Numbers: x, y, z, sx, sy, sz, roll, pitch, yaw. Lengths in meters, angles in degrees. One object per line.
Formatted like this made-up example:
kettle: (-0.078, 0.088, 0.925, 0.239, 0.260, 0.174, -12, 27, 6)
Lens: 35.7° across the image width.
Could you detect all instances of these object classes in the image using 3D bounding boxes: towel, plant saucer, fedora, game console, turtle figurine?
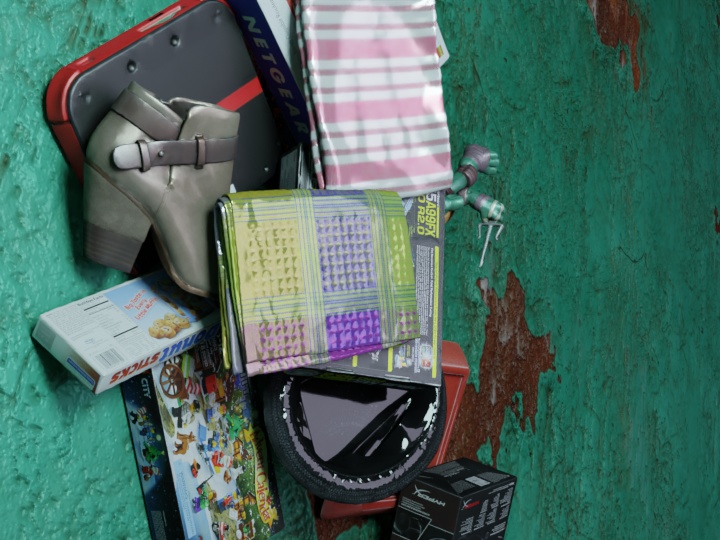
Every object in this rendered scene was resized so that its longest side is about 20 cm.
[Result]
towel: (0.016, -0.162, 0.990, 0.145, 0.030, 0.203, -12, 98, -34)
plant saucer: (0.049, 0.172, 1.198, 0.199, 0.036, 0.202, 14, 93, -59)
fedora: (-0.016, 0.126, 1.054, 0.199, 0.091, 0.203, 8, 74, -29)
towel: (-0.035, 0.004, 0.930, 0.198, 0.023, 0.145, -7, 90, -39)
game console: (-0.158, -0.121, 0.947, 0.200, 0.031, 0.178, -41, 125, -34)
turtle figurine: (0.098, -0.065, 1.308, 0.101, 0.149, 0.201, 51, 38, -17)

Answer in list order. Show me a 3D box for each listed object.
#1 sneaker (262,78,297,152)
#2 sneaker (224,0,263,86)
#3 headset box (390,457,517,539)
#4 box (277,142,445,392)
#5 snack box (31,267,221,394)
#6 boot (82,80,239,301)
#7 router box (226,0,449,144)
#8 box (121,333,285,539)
sneaker: (-0.069, -0.172, 1.118, 0.075, 0.077, 0.203, -147, -122, -77)
sneaker: (-0.106, -0.210, 1.039, 0.077, 0.084, 0.203, 15, 71, -56)
headset box: (0.092, 0.320, 1.227, 0.148, 0.077, 0.202, 0, 104, -58)
box: (0.000, 0.000, 1.011, 0.159, 0.044, 0.202, 10, 74, -30)
snack box: (-0.168, 0.038, 0.905, 0.200, 0.072, 0.024, -26, 151, -57)
boot: (-0.130, -0.060, 0.901, 0.199, 0.070, 0.148, 17, 97, -37)
router box: (-0.016, -0.229, 1.036, 0.180, 0.049, 0.201, -46, 132, -24)
box: (-0.134, 0.151, 0.966, 0.136, 0.037, 0.202, -20, 101, -58)
